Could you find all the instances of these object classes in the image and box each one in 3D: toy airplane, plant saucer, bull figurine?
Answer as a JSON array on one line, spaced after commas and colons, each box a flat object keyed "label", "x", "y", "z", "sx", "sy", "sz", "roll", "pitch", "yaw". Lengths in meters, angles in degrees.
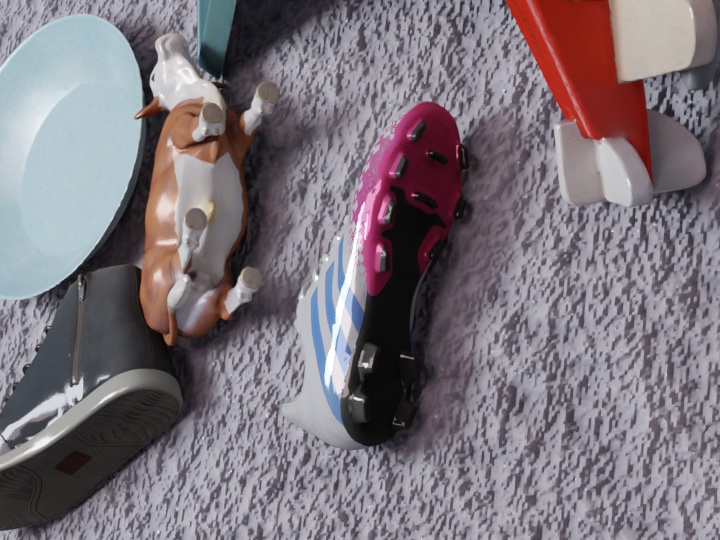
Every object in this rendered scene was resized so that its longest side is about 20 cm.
[{"label": "toy airplane", "x": 0.130, "y": -0.131, "z": 1.126, "sx": 0.141, "sy": 0.199, "sz": 0.200, "roll": -31, "pitch": 57, "yaw": -8}, {"label": "plant saucer", "x": -0.084, "y": -0.193, "z": 1.370, "sx": 0.200, "sy": 0.019, "sz": 0.070, "roll": 111, "pitch": 160, "yaw": -66}, {"label": "bull figurine", "x": -0.098, "y": -0.056, "z": 1.373, "sx": 0.121, "sy": 0.065, "sz": 0.201, "roll": 151, "pitch": 122, "yaw": -66}, {"label": "plant saucer", "x": -0.201, "y": -0.073, "z": 1.513, "sx": 0.200, "sy": 0.039, "sz": 0.202, "roll": -20, "pitch": 61, "yaw": 40}]

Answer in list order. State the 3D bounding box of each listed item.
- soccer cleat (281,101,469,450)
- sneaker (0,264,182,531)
[{"label": "soccer cleat", "x": 0.000, "y": 0.000, "z": 1.258, "sx": 0.086, "sy": 0.070, "sz": 0.201, "roll": 5, "pitch": 79, "yaw": 46}, {"label": "sneaker", "x": -0.198, "y": 0.086, "z": 1.434, "sx": 0.200, "sy": 0.075, "sz": 0.107, "roll": -32, "pitch": 49, "yaw": 22}]
